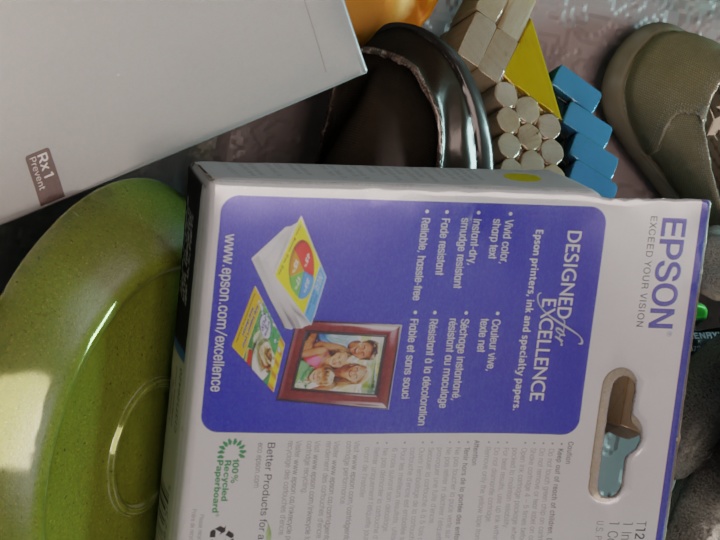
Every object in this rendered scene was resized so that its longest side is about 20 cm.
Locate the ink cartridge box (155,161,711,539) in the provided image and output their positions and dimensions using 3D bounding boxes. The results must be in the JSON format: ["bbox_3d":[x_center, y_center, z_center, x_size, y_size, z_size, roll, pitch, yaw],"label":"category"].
[{"bbox_3d":[0.024,0.057,1.137,0.200,0.047,0.198,2,107,-17],"label":"ink cartridge box"}]

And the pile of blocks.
[{"bbox_3d":[0.072,-0.021,1.223,0.082,0.062,0.200,-4,77,-30],"label":"pile of blocks"}]

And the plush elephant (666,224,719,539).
[{"bbox_3d":[0.193,0.060,1.184,0.200,0.164,0.155,-70,159,-3],"label":"plush elephant"}]

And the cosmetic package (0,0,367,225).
[{"bbox_3d":[-0.110,-0.091,1.128,0.200,0.090,0.107,-25,107,-16],"label":"cosmetic package"}]

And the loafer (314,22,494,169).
[{"bbox_3d":[0.000,0.000,1.175,0.071,0.073,0.200,-3,104,-50],"label":"loafer"}]

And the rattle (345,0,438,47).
[{"bbox_3d":[0.045,-0.155,1.123,0.143,0.200,0.130,-39,114,-13],"label":"rattle"}]

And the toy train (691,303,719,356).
[{"bbox_3d":[0.093,0.043,1.268,0.200,0.056,0.042,-2,57,-20],"label":"toy train"}]

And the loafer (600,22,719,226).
[{"bbox_3d":[0.183,-0.026,1.289,0.200,0.068,0.076,44,81,-26],"label":"loafer"}]

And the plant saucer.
[{"bbox_3d":[-0.093,0.065,1.132,0.200,0.031,0.200,-41,138,-51],"label":"plant saucer"}]
